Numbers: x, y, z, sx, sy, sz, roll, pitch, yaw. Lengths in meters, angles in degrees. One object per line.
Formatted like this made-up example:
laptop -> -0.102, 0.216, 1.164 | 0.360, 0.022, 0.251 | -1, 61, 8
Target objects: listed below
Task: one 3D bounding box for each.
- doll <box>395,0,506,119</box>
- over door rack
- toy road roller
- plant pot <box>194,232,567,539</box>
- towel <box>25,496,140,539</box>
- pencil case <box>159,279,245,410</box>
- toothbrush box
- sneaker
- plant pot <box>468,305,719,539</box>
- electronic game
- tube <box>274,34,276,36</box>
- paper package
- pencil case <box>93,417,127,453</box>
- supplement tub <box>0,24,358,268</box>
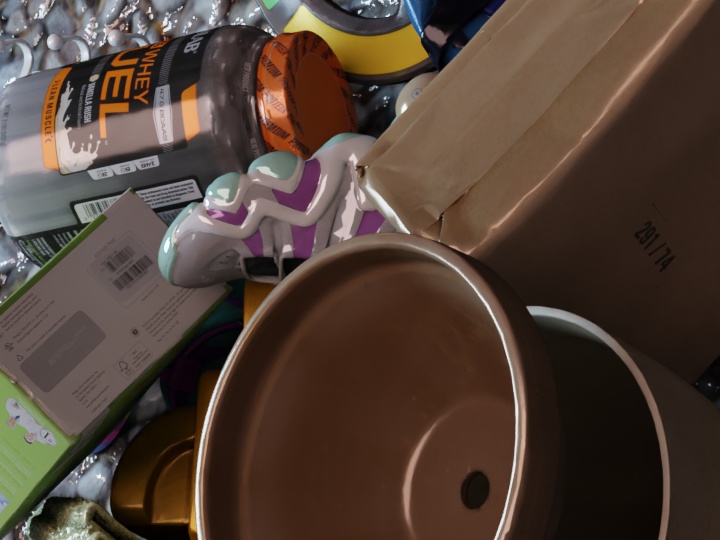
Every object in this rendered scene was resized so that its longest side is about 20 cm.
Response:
doll -> 0.079, -0.151, 1.357 | 0.136, 0.048, 0.201 | 31, 81, 9
over door rack -> -0.221, -0.066, 1.745 | 0.147, 0.066, 0.202 | 3, 79, 46
toy road roller -> -0.061, 0.091, 1.464 | 0.145, 0.123, 0.202 | -4, 72, 19
plant pot -> 0.026, 0.091, 1.143 | 0.200, 0.092, 0.203 | -16, 67, 42
towel -> -0.124, 0.184, 1.474 | 0.037, 0.148, 0.200 | -51, 12, -12
pencil case -> -0.121, 0.010, 1.603 | 0.085, 0.092, 0.200 | -56, 45, 17
toothbrush box -> -0.178, 0.065, 1.464 | 0.086, 0.146, 0.200 | 43, 144, 2
sneaker -> 0.000, 0.000, 1.365 | 0.199, 0.078, 0.141 | -24, 68, 2
plant pot -> 0.131, 0.131, 1.235 | 0.186, 0.199, 0.189 | -16, 66, 40
electronic game -> 0.007, -0.208, 1.497 | 0.199, 0.041, 0.202 | 6, 99, 37
tube -> -0.026, -0.070, 1.570 | 0.058, 0.052, 0.200 | -27, 43, -14
paper package -> 0.128, -0.047, 1.270 | 0.191, 0.200, 0.103 | -47, 47, 2
pencil case -> -0.233, 0.069, 1.626 | 0.088, 0.199, 0.089 | -8, 76, 36
supplement tub -> -0.109, -0.073, 1.510 | 0.199, 0.122, 0.124 | -12, 68, 24
